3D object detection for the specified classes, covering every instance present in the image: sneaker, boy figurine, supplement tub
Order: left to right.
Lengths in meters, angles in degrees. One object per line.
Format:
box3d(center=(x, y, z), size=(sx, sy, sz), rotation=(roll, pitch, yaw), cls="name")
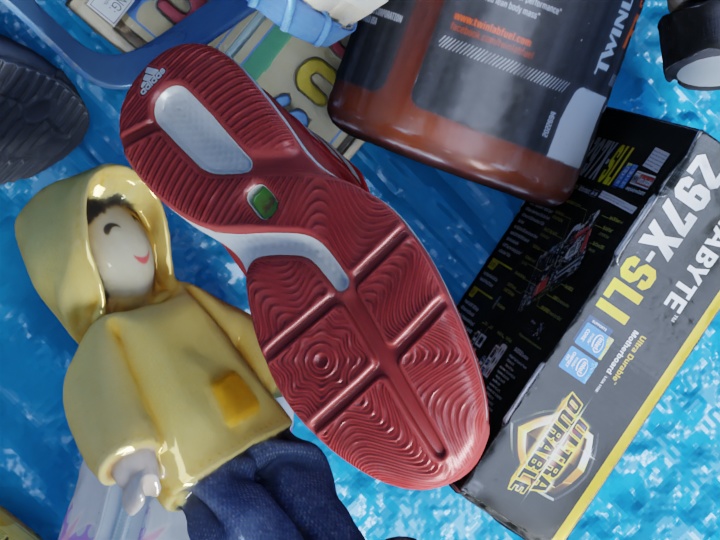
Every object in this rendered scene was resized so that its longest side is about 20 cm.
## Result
box3d(center=(-0.186, -0.094, 1.126), size=(0.070, 0.082, 0.200), rotation=(-41, 146, 20), cls="sneaker")
box3d(center=(-0.057, 0.047, 1.089), size=(0.124, 0.064, 0.200), rotation=(-19, 71, -47), cls="boy figurine")
box3d(center=(0.000, 0.000, 1.098), size=(0.078, 0.115, 0.200), rotation=(-39, 68, 15), cls="sneaker")
box3d(center=(0.067, -0.133, 1.138), size=(0.107, 0.107, 0.201), rotation=(20, 94, -10), cls="supplement tub")

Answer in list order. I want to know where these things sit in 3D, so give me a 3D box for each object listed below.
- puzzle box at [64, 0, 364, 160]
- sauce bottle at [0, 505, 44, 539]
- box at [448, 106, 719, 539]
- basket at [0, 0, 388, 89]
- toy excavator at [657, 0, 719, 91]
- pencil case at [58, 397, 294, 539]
box3d(center=(-0.009, -0.142, 1.192), size=(0.133, 0.025, 0.200), rotation=(39, 90, -12), cls="puzzle box")
box3d(center=(-0.125, 0.154, 1.191), size=(0.200, 0.065, 0.065), rotation=(41, 89, -12), cls="sauce bottle")
box3d(center=(0.083, 0.017, 1.136), size=(0.049, 0.200, 0.160), rotation=(35, 90, -9), cls="box")
box3d(center=(-0.059, -0.152, 1.076), size=(0.200, 0.176, 0.139), rotation=(-31, 57, 14), cls="basket")
box3d(center=(0.240, -0.132, 1.188), size=(0.200, 0.194, 0.100), rotation=(13, 66, -46), cls="toy excavator")
box3d(center=(-0.083, 0.114, 1.140), size=(0.091, 0.083, 0.201), rotation=(44, 49, -42), cls="pencil case")
